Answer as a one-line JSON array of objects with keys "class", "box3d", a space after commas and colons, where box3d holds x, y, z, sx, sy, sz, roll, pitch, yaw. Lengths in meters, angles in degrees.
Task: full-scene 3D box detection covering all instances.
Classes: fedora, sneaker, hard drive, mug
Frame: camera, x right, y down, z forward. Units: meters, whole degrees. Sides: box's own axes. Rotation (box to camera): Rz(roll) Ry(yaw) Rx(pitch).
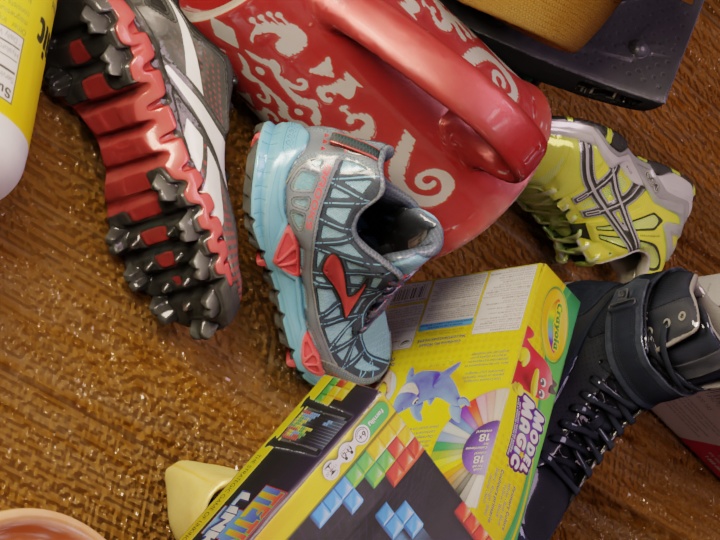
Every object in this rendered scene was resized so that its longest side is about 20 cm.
[{"class": "fedora", "box3d": [0.088, -0.178, 1.632, 0.200, 0.201, 0.082, 22, 103, -48]}, {"class": "sneaker", "box3d": [-0.098, -0.067, 1.530, 0.098, 0.071, 0.201, -34, 107, -48]}, {"class": "sneaker", "box3d": [0.000, 0.000, 1.589, 0.200, 0.095, 0.079, 70, 25, -51]}, {"class": "hard drive", "box3d": [0.102, -0.177, 1.727, 0.200, 0.042, 0.135, 24, 61, -1]}, {"class": "mug", "box3d": [0.011, -0.120, 1.607, 0.200, 0.177, 0.134, 45, 47, -31]}, {"class": "sneaker", "box3d": [0.152, 0.083, 1.759, 0.077, 0.146, 0.203, 46, 50, -38]}, {"class": "sneaker", "box3d": [0.139, -0.045, 1.830, 0.200, 0.075, 0.077, 22, 76, -41]}]

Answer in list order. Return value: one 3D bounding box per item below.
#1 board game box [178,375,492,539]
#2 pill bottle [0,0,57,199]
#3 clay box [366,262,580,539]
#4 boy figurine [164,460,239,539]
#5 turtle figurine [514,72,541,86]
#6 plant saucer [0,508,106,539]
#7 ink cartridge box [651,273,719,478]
[{"class": "board game box", "box3d": [-0.024, 0.181, 1.464, 0.200, 0.057, 0.165, -49, 120, -19]}, {"class": "pill bottle", "box3d": [-0.204, -0.095, 1.369, 0.111, 0.111, 0.200, 32, 58, -44]}, {"class": "clay box", "box3d": [0.045, 0.095, 1.642, 0.048, 0.115, 0.200, 44, 50, -38]}, {"class": "boy figurine", "box3d": [-0.036, 0.181, 1.542, 0.124, 0.064, 0.200, -32, 104, -21]}, {"class": "turtle figurine", "box3d": [0.124, -0.172, 1.807, 0.150, 0.101, 0.200, 39, 51, 19]}, {"class": "plant saucer", "box3d": [-0.166, 0.216, 1.407, 0.200, 0.037, 0.200, 17, 68, -49]}, {"class": "ink cartridge box", "box3d": [0.298, 0.066, 1.902, 0.145, 0.200, 0.083, 45, 50, -37]}]
